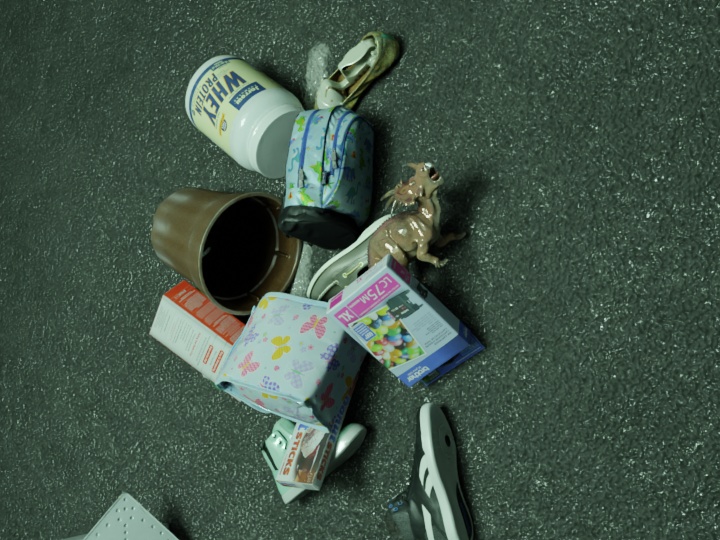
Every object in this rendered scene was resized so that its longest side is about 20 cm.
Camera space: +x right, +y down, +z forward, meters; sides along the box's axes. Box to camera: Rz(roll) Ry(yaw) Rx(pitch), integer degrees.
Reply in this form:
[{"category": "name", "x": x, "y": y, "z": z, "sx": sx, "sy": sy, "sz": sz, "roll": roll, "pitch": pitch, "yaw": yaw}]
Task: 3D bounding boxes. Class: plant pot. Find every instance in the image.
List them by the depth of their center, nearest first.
[{"category": "plant pot", "x": -0.238, "y": -0.050, "z": 1.229, "sx": 0.198, "sy": 0.200, "sz": 0.201, "roll": 20, "pitch": 98, "yaw": 42}]

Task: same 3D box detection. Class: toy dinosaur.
[{"category": "toy dinosaur", "x": 0.058, "y": -0.052, "z": 1.024, "sx": 0.200, "sy": 0.086, "sz": 0.136, "roll": -43, "pitch": 96, "yaw": 13}]

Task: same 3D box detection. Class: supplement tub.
[{"category": "supplement tub", "x": -0.183, "y": -0.256, "z": 1.225, "sx": 0.200, "sy": 0.145, "sz": 0.145, "roll": 40, "pitch": 109, "yaw": 31}]

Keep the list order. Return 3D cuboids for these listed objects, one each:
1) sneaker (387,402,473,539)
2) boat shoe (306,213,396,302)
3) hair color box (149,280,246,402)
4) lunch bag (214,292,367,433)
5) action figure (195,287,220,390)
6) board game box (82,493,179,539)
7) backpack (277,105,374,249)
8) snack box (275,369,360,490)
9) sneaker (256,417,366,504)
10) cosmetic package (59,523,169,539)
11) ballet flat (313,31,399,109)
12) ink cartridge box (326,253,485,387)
[{"category": "sneaker", "x": 0.080, "y": 0.296, "z": 1.035, "sx": 0.112, "sy": 0.073, "sz": 0.201, "roll": -19, "pitch": 77, "yaw": 32}, {"category": "boat shoe", "x": -0.002, "y": -0.001, "z": 1.119, "sx": 0.202, "sy": 0.072, "sz": 0.060, "roll": -42, "pitch": 59, "yaw": 21}, {"category": "hair color box", "x": -0.250, "y": 0.118, "z": 1.235, "sx": 0.200, "sy": 0.061, "sz": 0.102, "roll": 36, "pitch": 126, "yaw": 7}, {"category": "lunch bag", "x": -0.107, "y": 0.132, "z": 1.122, "sx": 0.199, "sy": 0.127, "sz": 0.170, "roll": 10, "pitch": 60, "yaw": 30}, {"category": "action figure", "x": -0.283, "y": 0.125, "z": 1.325, "sx": 0.118, "sy": 0.055, "sz": 0.201, "roll": -37, "pitch": 71, "yaw": 25}, {"category": "board game box", "x": -0.402, "y": 0.523, "z": 1.250, "sx": 0.200, "sy": 0.200, "sz": 0.026, "roll": 49, "pitch": 144, "yaw": -14}, {"category": "backpack", "x": -0.048, "y": -0.151, "z": 1.126, "sx": 0.153, "sy": 0.163, "sz": 0.201, "roll": -16, "pitch": 70, "yaw": 25}, {"category": "snack box", "x": -0.062, "y": 0.231, "z": 1.111, "sx": 0.072, "sy": 0.024, "sz": 0.201, "roll": -6, "pitch": 50, "yaw": 36}, {"category": "sneaker", "x": -0.084, "y": 0.269, "z": 1.152, "sx": 0.200, "sy": 0.074, "sz": 0.118, "roll": -45, "pitch": 69, "yaw": 27}, {"category": "cosmetic package", "x": -0.454, "y": 0.581, "z": 1.339, "sx": 0.164, "sy": 0.165, "sz": 0.201, "roll": -17, "pitch": 77, "yaw": 34}, {"category": "ballet flat", "x": -0.023, "y": -0.301, "z": 1.163, "sx": 0.200, "sy": 0.071, "sz": 0.071, "roll": -41, "pitch": 65, "yaw": 26}, {"category": "ink cartridge box", "x": 0.064, "y": 0.082, "z": 1.010, "sx": 0.119, "sy": 0.200, "sz": 0.042, "roll": -38, "pitch": 21, "yaw": 27}]
